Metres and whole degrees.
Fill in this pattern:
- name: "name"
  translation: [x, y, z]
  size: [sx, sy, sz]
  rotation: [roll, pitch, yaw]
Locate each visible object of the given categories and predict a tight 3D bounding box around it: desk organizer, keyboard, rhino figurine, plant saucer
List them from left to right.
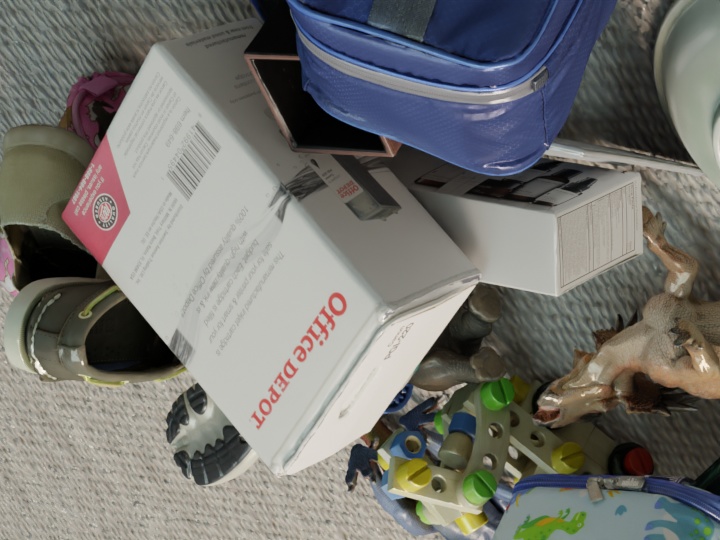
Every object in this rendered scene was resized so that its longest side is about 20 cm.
- name: "desk organizer"
  translation: [-0.027, -0.154, 1.300]
  size: [0.071, 0.077, 0.200]
  rotation: [5, 138, 34]
- name: "rhino figurine"
  translation: [0.000, 0.000, 1.564]
  size: [0.200, 0.060, 0.087]
  rotation: [40, 155, -7]
- name: "keyboard"
  translation: [0.120, -0.059, 1.320]
  size: [0.056, 0.011, 0.200]
  rotation: [8, -177, 24]
- name: "plant saucer"
  translation: [0.231, -0.067, 1.302]
  size: [0.199, 0.050, 0.201]
  rotation: [22, 145, 16]

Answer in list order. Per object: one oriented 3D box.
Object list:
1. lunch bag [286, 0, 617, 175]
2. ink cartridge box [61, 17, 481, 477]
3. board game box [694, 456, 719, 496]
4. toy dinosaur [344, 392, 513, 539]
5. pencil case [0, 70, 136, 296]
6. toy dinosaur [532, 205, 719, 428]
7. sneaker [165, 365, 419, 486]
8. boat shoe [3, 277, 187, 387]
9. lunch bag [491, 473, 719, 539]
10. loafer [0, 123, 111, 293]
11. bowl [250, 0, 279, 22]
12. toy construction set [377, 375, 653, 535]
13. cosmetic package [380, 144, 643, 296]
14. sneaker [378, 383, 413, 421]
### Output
- name: "lunch bag"
  translation: [0.054, -0.163, 1.196]
  size: [0.135, 0.201, 0.132]
  rotation: [19, 162, 11]
- name: "ink cartridge box"
  translation: [-0.050, -0.013, 1.413]
  size: [0.200, 0.085, 0.146]
  rotation: [50, 133, 18]
- name: "board game box"
  translation: [0.244, 0.162, 1.497]
  size: [0.135, 0.028, 0.200]
  rotation: [32, 151, 0]
- name: "toy dinosaur"
  translation: [0.079, 0.151, 1.716]
  size: [0.181, 0.105, 0.200]
  rotation: [42, -175, -38]
- name: "pencil case"
  translation: [-0.170, -0.047, 1.621]
  size: [0.082, 0.087, 0.200]
  rotation: [16, 149, -17]
- name: "toy dinosaur"
  translation: [0.200, 0.047, 1.449]
  size: [0.199, 0.086, 0.136]
  rotation: [11, 148, 12]
- name: "sneaker"
  translation: [-0.035, 0.065, 1.567]
  size: [0.200, 0.079, 0.078]
  rotation: [-26, 83, 42]
- name: "boat shoe"
  translation: [-0.110, 0.028, 1.507]
  size: [0.060, 0.201, 0.072]
  rotation: [15, 108, 40]
- name: "lunch bag"
  translation: [0.170, 0.199, 1.510]
  size: [0.160, 0.083, 0.200]
  rotation: [-3, 137, 44]
- name: "loafer"
  translation: [-0.168, -0.002, 1.543]
  size: [0.075, 0.068, 0.200]
  rotation: [4, 144, 25]
- name: "bowl"
  translation: [0.023, -0.153, 1.367]
  size: [0.200, 0.039, 0.201]
  rotation: [21, 145, 15]
- name: "toy construction set"
  translation: [0.105, 0.142, 1.597]
  size: [0.092, 0.131, 0.200]
  rotation: [-15, 125, 49]
- name: "cosmetic package"
  translation: [0.049, -0.036, 1.432]
  size: [0.199, 0.082, 0.051]
  rotation: [11, 112, 38]
- name: "sneaker"
  translation: [-0.061, 0.032, 1.645]
  size: [0.200, 0.070, 0.078]
  rotation: [43, 144, -14]
